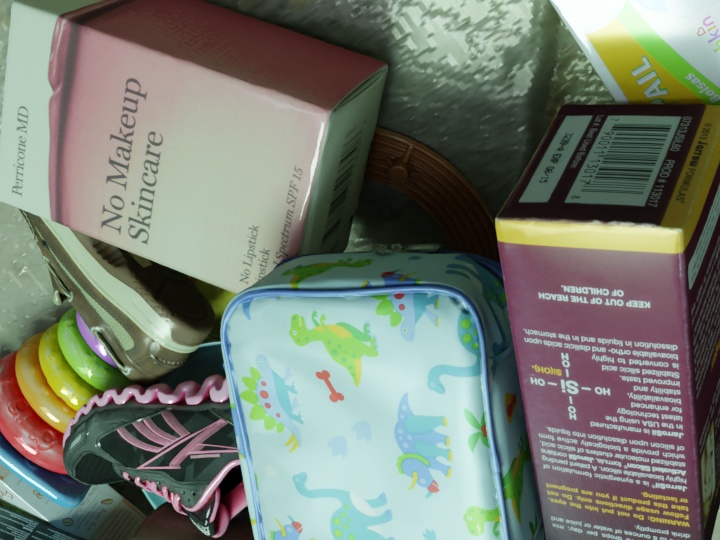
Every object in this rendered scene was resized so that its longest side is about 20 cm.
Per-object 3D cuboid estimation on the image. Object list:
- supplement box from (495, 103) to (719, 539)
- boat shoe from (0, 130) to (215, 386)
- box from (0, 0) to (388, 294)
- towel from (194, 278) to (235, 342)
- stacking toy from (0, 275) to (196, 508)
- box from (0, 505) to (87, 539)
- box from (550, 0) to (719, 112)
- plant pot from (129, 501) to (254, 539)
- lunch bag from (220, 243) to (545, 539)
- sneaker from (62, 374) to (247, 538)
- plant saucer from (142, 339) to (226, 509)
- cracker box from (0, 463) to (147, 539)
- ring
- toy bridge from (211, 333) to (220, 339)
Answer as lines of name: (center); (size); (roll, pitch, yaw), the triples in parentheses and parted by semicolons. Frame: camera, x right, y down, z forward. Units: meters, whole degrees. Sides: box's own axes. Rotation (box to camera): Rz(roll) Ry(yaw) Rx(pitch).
supplement box: (0.133, 0.033, 0.597); (0.084, 0.111, 0.203); (5, 126, 26)
boat shoe: (-0.184, -0.008, 0.799); (0.203, 0.074, 0.075); (49, 115, 19)
box: (-0.100, -0.081, 0.721); (0.197, 0.109, 0.130); (20, 118, 12)
towel: (-0.067, 0.083, 0.845); (0.142, 0.023, 0.202); (25, 122, 1)
stacking toy: (-0.181, 0.058, 0.867); (0.109, 0.116, 0.200); (40, 114, -9)
box: (-0.263, 0.265, 0.949); (0.197, 0.048, 0.195); (18, 133, 16)
box: (0.196, -0.104, 0.613); (0.112, 0.102, 0.201); (-29, 107, 32)
plant pot: (-0.050, 0.240, 0.783); (0.195, 0.201, 0.203); (11, 123, 19)
lunch bag: (0.012, 0.090, 0.640); (0.158, 0.082, 0.203); (-3, 105, 25)
sneaker: (-0.110, 0.122, 0.770); (0.197, 0.097, 0.079); (-15, 150, 25)
plant saucer: (-0.066, 0.128, 0.842); (0.197, 0.028, 0.203); (7, 121, 12)
cracker box: (-0.257, 0.185, 0.966); (0.199, 0.058, 0.134); (41, 144, -7)
ring: (0.000, 0.000, 0.802); (0.197, 0.019, 0.203); (9, 123, 14)
toy bridge: (-0.077, 0.111, 0.894); (0.066, 0.027, 0.203); (2, 120, 17)
